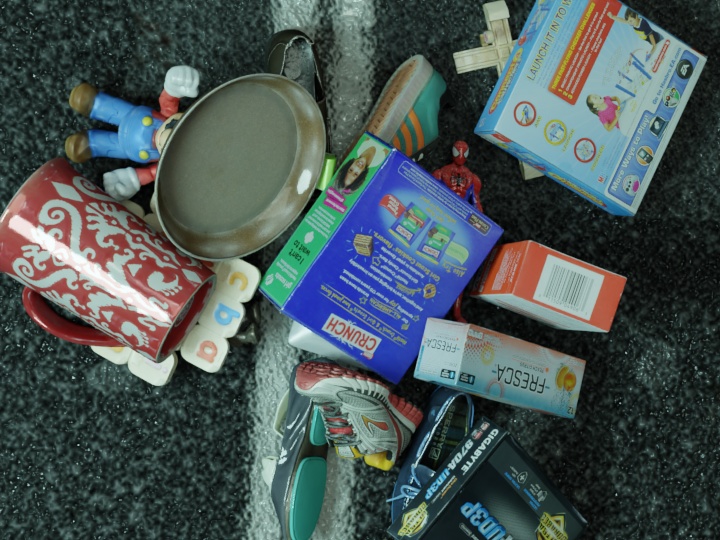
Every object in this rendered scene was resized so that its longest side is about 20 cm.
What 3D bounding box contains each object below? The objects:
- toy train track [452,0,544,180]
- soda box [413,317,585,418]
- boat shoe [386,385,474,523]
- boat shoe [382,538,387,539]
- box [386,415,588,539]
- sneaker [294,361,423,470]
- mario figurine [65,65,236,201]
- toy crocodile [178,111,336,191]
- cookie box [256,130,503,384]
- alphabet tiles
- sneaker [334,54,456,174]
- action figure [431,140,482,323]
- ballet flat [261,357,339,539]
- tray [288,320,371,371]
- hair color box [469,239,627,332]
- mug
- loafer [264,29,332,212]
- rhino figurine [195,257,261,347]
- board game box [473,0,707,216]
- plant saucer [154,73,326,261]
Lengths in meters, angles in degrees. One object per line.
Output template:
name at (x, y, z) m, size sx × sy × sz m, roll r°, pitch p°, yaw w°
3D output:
toy train track at (0.172, -0.201, 1.808) m, size 0.114 × 0.033 × 0.201 m, roll -13°, pitch 90°, yaw -10°
soda box at (0.150, 0.104, 1.726) m, size 0.200 × 0.063 × 0.069 m, roll 19°, pitch 82°, yaw -42°
boat shoe at (0.075, 0.217, 1.753) m, size 0.084 × 0.069 × 0.201 m, roll 8°, pitch 86°, yaw -9°
boat shoe at (0.061, 0.385, 1.747) m, size 0.068 × 0.072 × 0.200 m, roll -37°, pitch 84°, yaw -5°
box at (0.138, 0.271, 1.723) m, size 0.159 × 0.046 × 0.200 m, roll -48°, pitch 130°, yaw -9°
sneaker at (-0.004, 0.153, 1.689) m, size 0.200 × 0.078 × 0.082 m, roll 37°, pitch 72°, yaw -49°
mario figurine at (-0.216, -0.140, 1.661) m, size 0.199 × 0.124 × 0.106 m, roll 10°, pitch 45°, yaw 26°
toy crocodile at (-0.115, -0.128, 1.712) m, size 0.199 × 0.062 × 0.068 m, roll 23°, pitch 113°, yaw 21°
cookie box at (0.021, -0.012, 1.688) m, size 0.171 × 0.075 × 0.200 m, roll 35°, pitch 91°, yaw -31°
alphabet tiles at (-0.204, 0.012, 1.700) m, size 0.195 × 0.015 × 0.201 m, roll 26°, pitch 96°, yaw 17°
sneaker at (0.041, -0.133, 1.752) m, size 0.080 × 0.071 × 0.200 m, roll 41°, pitch 68°, yaw -24°
action figure at (0.101, -0.043, 1.783) m, size 0.065 × 0.052 × 0.201 m, roll 5°, pitch 84°, yaw -4°
ballet flat at (-0.066, 0.189, 1.736) m, size 0.073 × 0.073 × 0.201 m, roll 12°, pitch 87°, yaw -9°
tray at (0.000, 0.000, 1.766) m, size 0.107 × 0.022 × 0.201 m, roll 19°, pitch 84°, yaw -17°
hair color box at (0.193, 0.017, 1.716) m, size 0.111 × 0.200 × 0.064 m, roll 21°, pitch 85°, yaw -8°
mug at (-0.256, 0.002, 1.657) m, size 0.200 × 0.178 × 0.134 m, roll 32°, pitch 68°, yaw 7°
loafer at (-0.069, -0.162, 1.745) m, size 0.073 × 0.071 × 0.201 m, roll -9°, pitch 90°, yaw -10°
rhino figurine at (-0.164, -0.014, 1.727) m, size 0.087 × 0.060 × 0.201 m, roll -11°, pitch 87°, yaw 8°
board game box at (0.254, -0.192, 1.791) m, size 0.195 × 0.056 × 0.201 m, roll 29°, pitch 83°, yaw -19°
plant saucer at (-0.123, -0.105, 1.610) m, size 0.200 × 0.032 × 0.201 m, roll -23°, pitch 130°, yaw -31°
